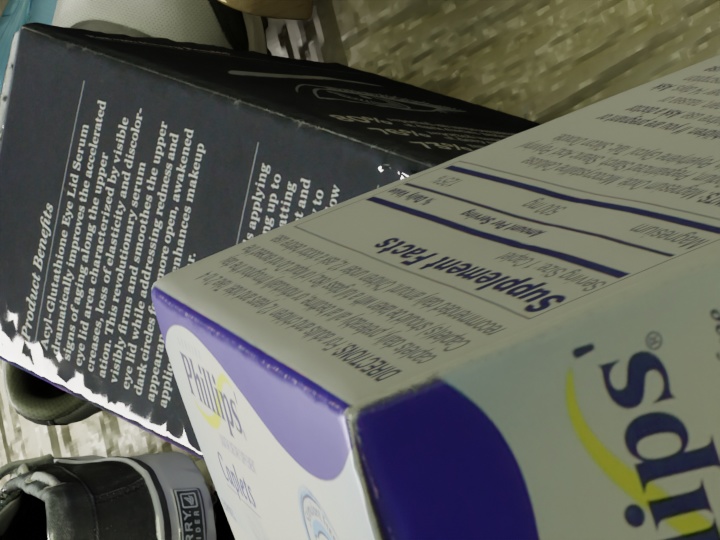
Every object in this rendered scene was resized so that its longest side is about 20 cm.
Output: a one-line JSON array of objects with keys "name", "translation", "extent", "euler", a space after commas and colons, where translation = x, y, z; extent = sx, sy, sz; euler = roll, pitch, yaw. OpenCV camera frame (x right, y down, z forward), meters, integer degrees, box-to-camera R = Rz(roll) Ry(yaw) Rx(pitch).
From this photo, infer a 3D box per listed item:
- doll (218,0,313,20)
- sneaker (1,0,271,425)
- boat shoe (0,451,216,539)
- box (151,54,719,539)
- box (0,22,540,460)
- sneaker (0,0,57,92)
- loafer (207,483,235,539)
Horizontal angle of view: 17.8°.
[{"name": "doll", "translation": [-0.016, -0.184, 0.690], "extent": [0.136, 0.048, 0.201], "euler": [35, 113, 30]}, {"name": "sneaker", "translation": [-0.083, -0.034, 0.794], "extent": [0.074, 0.079, 0.201], "euler": [18, 117, 15]}, {"name": "boat shoe", "translation": [-0.116, 0.103, 0.820], "extent": [0.199, 0.068, 0.074], "euler": [168, 100, -65]}, {"name": "box", "translation": [0.076, 0.025, 0.497], "extent": [0.184, 0.199, 0.105], "euler": [-158, 48, -73]}, {"name": "box", "translation": [0.000, 0.000, 0.697], "extent": [0.200, 0.148, 0.105], "euler": [21, 103, 43]}, {"name": "sneaker", "translation": [-0.083, -0.131, 0.844], "extent": [0.090, 0.078, 0.201], "euler": [24, 113, 29]}, {"name": "loafer", "translation": [0.003, 0.139, 0.738], "extent": [0.073, 0.071, 0.200], "euler": [-51, 56, 30]}]
